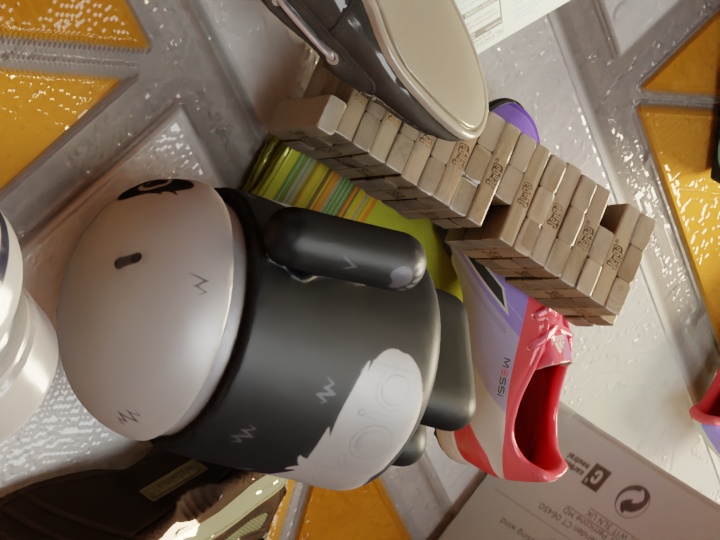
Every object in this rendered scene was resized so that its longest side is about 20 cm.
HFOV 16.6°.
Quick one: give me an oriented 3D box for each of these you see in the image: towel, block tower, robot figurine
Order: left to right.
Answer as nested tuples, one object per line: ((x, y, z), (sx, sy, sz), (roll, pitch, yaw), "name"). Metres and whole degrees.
((-0.043, 0.029, 1.137), (0.199, 0.125, 0.151), (16, 105, -30), "robot figurine")
((0.000, 0.000, 1.260), (0.199, 0.018, 0.086), (28, 96, -48), "towel")
((0.055, -0.043, 1.196), (0.199, 0.054, 0.058), (30, 75, -25), "block tower")

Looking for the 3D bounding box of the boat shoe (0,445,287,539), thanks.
((-0.114, 0.138, 1.188), (0.201, 0.075, 0.075), (-20, 132, -35), "boat shoe")

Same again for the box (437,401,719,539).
((0.147, 0.224, 1.390), (0.200, 0.199, 0.171), (-51, 138, -8), "box")

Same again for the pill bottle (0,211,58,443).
((-0.205, -0.010, 0.985), (0.111, 0.111, 0.200), (-48, 137, -12), "pill bottle")

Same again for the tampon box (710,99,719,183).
((0.297, -0.127, 1.369), (0.126, 0.149, 0.202), (-21, 126, -35), "tampon box")

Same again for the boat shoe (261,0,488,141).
((-0.015, -0.132, 1.104), (0.200, 0.057, 0.067), (49, 44, -29), "boat shoe")

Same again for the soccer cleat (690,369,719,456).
((0.273, 0.029, 1.492), (0.073, 0.068, 0.201), (33, 89, -41), "soccer cleat")

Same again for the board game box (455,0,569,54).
((0.060, -0.215, 1.157), (0.147, 0.064, 0.201), (-32, 133, -28), "board game box")

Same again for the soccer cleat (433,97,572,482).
((0.082, 0.012, 1.272), (0.068, 0.073, 0.202), (-14, 114, -42), "soccer cleat")
